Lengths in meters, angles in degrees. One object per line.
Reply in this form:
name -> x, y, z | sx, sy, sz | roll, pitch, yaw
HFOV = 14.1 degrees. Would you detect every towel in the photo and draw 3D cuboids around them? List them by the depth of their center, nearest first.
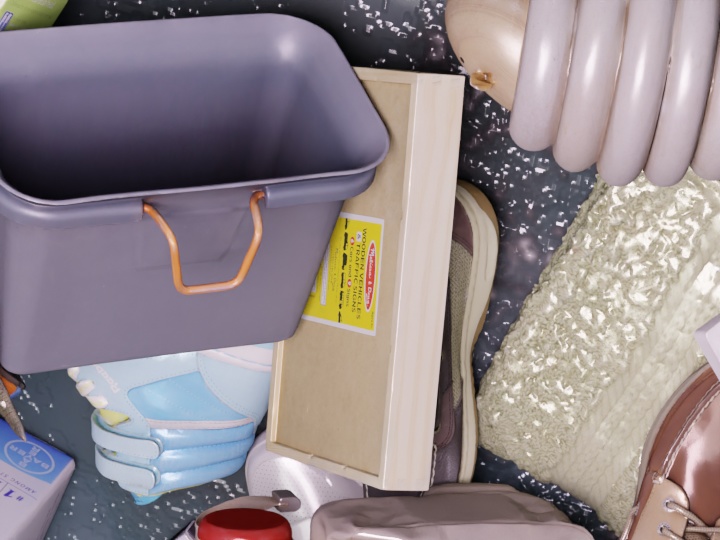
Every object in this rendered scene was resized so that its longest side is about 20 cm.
towel -> 0.150, 0.040, 1.474 | 0.148, 0.036, 0.201 | 33, 114, 3

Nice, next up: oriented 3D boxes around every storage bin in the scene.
storage bin -> -0.098, -0.024, 1.405 | 0.199, 0.146, 0.135 | -7, 135, -23

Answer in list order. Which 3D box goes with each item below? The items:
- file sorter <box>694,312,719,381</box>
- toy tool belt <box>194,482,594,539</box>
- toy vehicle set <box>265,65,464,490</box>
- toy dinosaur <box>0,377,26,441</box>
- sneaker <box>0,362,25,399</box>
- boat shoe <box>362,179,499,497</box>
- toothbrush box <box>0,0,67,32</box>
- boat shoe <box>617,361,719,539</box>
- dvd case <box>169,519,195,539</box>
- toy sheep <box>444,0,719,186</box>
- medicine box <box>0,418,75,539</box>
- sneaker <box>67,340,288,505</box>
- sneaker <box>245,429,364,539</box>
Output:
file sorter -> 0.283, 0.076, 1.370 | 0.138, 0.124, 0.201 | -34, 100, -18
toy tool belt -> 0.016, 0.178, 1.433 | 0.199, 0.125, 0.124 | -1, 101, -18
toy vehicle set -> 0.000, 0.000, 1.435 | 0.026, 0.124, 0.201 | 2, 96, -30
toy dinosaur -> -0.225, 0.003, 1.367 | 0.200, 0.077, 0.102 | 52, 126, 4
sneaker -> -0.230, 0.049, 1.503 | 0.078, 0.200, 0.075 | -38, 99, -7
boat shoe -> 0.021, 0.052, 1.487 | 0.072, 0.066, 0.202 | 25, 114, 43
toothbrush box -> -0.216, -0.169, 1.433 | 0.145, 0.086, 0.201 | 35, 94, 10
boat shoe -> 0.163, 0.136, 1.444 | 0.075, 0.072, 0.201 | 18, 114, -3
dvd case -> -0.076, 0.255, 1.621 | 0.150, 0.025, 0.200 | -41, 94, 25
toy sheep -> 0.137, -0.104, 1.378 | 0.199, 0.138, 0.139 | 11, 112, 5
medicine box -> -0.277, 0.136, 1.536 | 0.181, 0.200, 0.103 | 28, 115, 4
sneaker -> -0.139, 0.053, 1.526 | 0.199, 0.080, 0.131 | 19, 114, 0
sneaker -> -0.010, 0.184, 1.527 | 0.073, 0.116, 0.201 | -26, 99, 24
